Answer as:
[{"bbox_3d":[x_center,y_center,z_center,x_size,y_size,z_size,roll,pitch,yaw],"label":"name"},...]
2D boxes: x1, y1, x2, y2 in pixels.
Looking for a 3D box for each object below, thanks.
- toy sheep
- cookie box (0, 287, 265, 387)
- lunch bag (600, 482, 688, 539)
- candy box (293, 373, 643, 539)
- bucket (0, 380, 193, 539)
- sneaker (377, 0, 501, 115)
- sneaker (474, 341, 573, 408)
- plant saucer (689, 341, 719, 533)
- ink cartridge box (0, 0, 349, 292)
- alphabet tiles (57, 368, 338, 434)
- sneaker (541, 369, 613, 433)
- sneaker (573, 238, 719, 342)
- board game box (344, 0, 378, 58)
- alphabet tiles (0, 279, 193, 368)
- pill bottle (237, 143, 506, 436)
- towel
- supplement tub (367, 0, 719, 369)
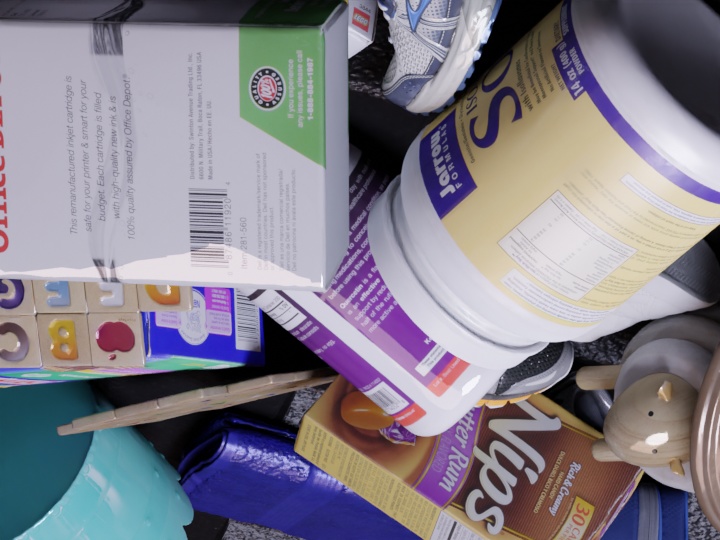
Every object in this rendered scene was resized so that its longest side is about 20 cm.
[{"bbox_3d":[0.227,0.079,1.632,0.200,0.138,0.138,-23,175,-43],"label":"toy sheep"},{"bbox_3d":[-0.187,0.031,1.644,0.200,0.075,0.171,-5,174,23],"label":"cookie box"},{"bbox_3d":[0.178,0.242,1.911,0.132,0.136,0.200,10,150,-3],"label":"lunch bag"},{"bbox_3d":[0.072,0.122,1.675,0.200,0.117,0.056,34,148,11],"label":"candy box"},{"bbox_3d":[-0.236,0.168,1.833,0.207,0.207,0.135,-8,139,25],"label":"bucket"},{"bbox_3d":[0.038,-0.162,1.338,0.085,0.077,0.200,22,141,-4],"label":"sneaker"},{"bbox_3d":[0.053,0.027,1.643,0.200,0.078,0.077,17,137,-20],"label":"sneaker"},{"bbox_3d":[0.281,0.082,1.569,0.029,0.200,0.200,27,170,47],"label":"plant saucer"},{"bbox_3d":[-0.110,-0.071,1.366,0.200,0.084,0.146,3,108,8],"label":"ink cartridge box"},{"bbox_3d":[-0.101,0.087,1.724,0.166,0.006,0.200,-14,175,25],"label":"alphabet tiles"},{"bbox_3d":[0.101,0.105,1.764,0.200,0.076,0.114,14,149,-21],"label":"sneaker"},{"bbox_3d":[0.116,-0.011,1.559,0.116,0.074,0.200,-23,139,37],"label":"sneaker"},{"bbox_3d":[-0.107,-0.155,1.405,0.200,0.035,0.126,27,144,-30],"label":"board game box"},{"bbox_3d":[-0.184,-0.038,1.516,0.166,0.006,0.200,-1,105,15],"label":"alphabet tiles"},{"bbox_3d":[0.000,0.000,1.533,0.200,0.112,0.112,40,143,-7],"label":"pill bottle"},{"bbox_3d":[-0.034,0.162,1.923,0.200,0.050,0.148,17,156,-16],"label":"towel"},{"bbox_3d":[0.113,-0.052,1.374,0.145,0.146,0.200,28,126,-30],"label":"supplement tub"}]
